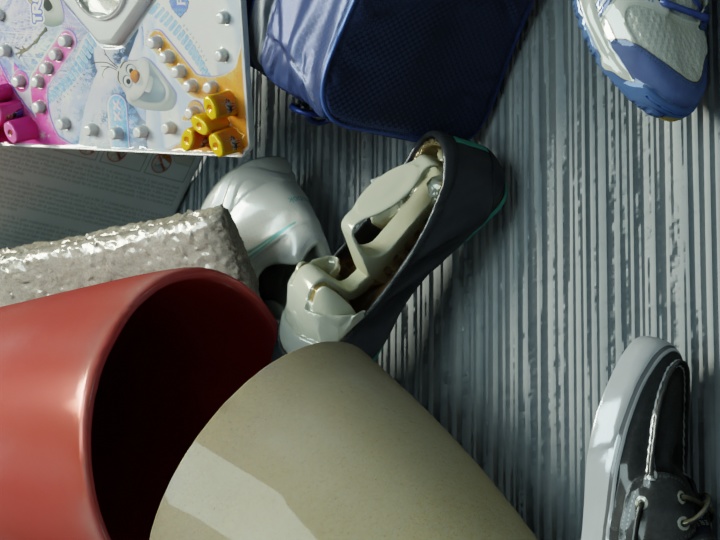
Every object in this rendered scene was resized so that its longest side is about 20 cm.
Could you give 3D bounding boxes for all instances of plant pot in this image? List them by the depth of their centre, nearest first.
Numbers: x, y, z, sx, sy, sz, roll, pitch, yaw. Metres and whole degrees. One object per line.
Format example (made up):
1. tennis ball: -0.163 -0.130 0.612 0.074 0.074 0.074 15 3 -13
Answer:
1. plant pot: 0.019 0.169 1.397 0.199 0.187 0.188 33 106 31
2. plant pot: -0.159 0.095 1.508 0.176 0.200 0.202 0 81 35

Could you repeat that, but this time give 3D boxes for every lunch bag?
1. lunch bag: 0.012 -0.172 1.498 0.132 0.135 0.201 39 111 46

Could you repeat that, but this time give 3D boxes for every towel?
1. towel: -0.142 0.036 1.595 0.199 0.034 0.133 -11 109 31

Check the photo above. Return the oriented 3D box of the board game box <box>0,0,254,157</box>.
1. board game box: -0.154 -0.168 1.521 0.199 0.026 0.202 4 104 34

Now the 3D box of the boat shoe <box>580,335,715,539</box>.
1. boat shoe: 0.150 0.137 1.326 0.066 0.070 0.202 10 85 31

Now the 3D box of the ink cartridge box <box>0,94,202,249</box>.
1. ink cartridge box: -0.192 -0.056 1.680 0.047 0.159 0.201 39 109 45

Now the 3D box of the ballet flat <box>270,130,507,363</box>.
1. ballet flat: 0.000 0.000 1.477 0.200 0.073 0.073 -49 46 2

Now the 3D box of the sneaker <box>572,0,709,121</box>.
1. sneaker: 0.161 -0.181 1.380 0.088 0.075 0.201 -28 62 41

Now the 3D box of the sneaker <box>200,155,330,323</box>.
1. sneaker: -0.091 0.026 1.617 0.080 0.070 0.201 53 122 30
